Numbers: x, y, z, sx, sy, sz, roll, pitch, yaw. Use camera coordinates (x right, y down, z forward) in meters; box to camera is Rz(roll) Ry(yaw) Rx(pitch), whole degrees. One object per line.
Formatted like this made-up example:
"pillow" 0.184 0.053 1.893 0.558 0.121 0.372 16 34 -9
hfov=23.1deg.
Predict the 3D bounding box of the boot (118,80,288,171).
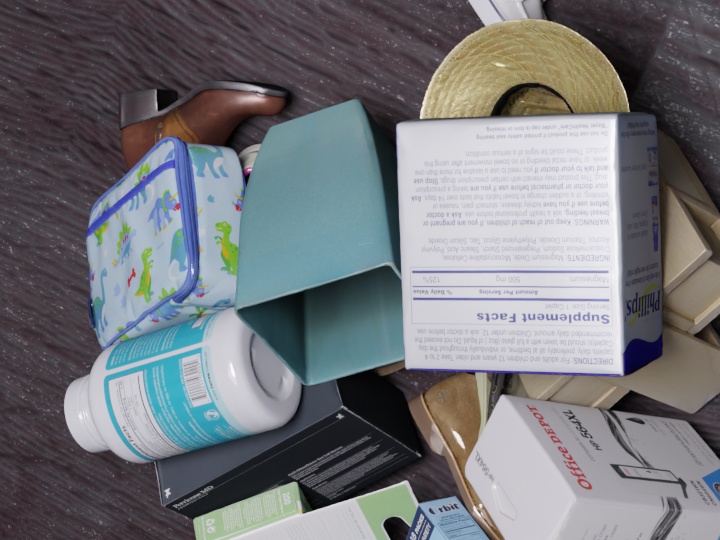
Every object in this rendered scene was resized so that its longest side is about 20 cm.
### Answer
"boot" -0.145 -0.077 1.673 0.188 0.068 0.200 -5 92 20

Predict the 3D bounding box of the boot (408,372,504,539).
"boot" 0.125 0.183 1.588 0.075 0.074 0.200 -33 79 9

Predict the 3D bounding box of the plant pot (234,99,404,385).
"plant pot" -0.017 -0.035 1.507 0.141 0.141 0.200 -16 55 18

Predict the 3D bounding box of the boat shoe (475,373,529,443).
"boat shoe" 0.140 0.141 1.543 0.073 0.065 0.200 -3 69 -16

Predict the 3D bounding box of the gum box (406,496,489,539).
"gum box" 0.095 0.327 1.538 0.200 0.044 0.170 51 136 41

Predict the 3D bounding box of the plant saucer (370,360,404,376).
"plant saucer" 0.000 0.000 1.643 0.200 0.029 0.200 1 92 20

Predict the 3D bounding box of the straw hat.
"straw hat" 0.151 -0.109 1.480 0.201 0.085 0.201 3 97 27

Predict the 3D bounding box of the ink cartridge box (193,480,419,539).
"ink cartridge box" -0.034 0.253 1.615 0.200 0.146 0.048 -21 41 5

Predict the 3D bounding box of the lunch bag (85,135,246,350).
"lunch bag" -0.176 -0.022 1.584 0.200 0.082 0.161 -31 59 51

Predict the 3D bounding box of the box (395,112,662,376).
"box" 0.134 -0.022 1.391 0.184 0.105 0.200 0 95 26

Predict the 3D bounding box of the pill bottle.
"pill bottle" -0.159 0.104 1.537 0.200 0.111 0.111 -16 87 27

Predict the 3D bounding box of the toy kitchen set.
"toy kitchen set" 0.239 0.012 1.530 0.200 0.163 0.181 -44 46 24

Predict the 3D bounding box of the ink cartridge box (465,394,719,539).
"ink cartridge box" 0.208 0.184 1.448 0.084 0.200 0.146 -66 32 23

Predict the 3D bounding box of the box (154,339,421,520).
"box" -0.069 0.161 1.609 0.200 0.141 0.079 -30 56 19

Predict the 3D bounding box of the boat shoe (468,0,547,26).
"boat shoe" 0.132 -0.257 1.563 0.066 0.072 0.200 -37 72 23

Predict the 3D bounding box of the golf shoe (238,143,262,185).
"golf shoe" -0.090 -0.012 1.604 0.075 0.092 0.200 -6 99 6
